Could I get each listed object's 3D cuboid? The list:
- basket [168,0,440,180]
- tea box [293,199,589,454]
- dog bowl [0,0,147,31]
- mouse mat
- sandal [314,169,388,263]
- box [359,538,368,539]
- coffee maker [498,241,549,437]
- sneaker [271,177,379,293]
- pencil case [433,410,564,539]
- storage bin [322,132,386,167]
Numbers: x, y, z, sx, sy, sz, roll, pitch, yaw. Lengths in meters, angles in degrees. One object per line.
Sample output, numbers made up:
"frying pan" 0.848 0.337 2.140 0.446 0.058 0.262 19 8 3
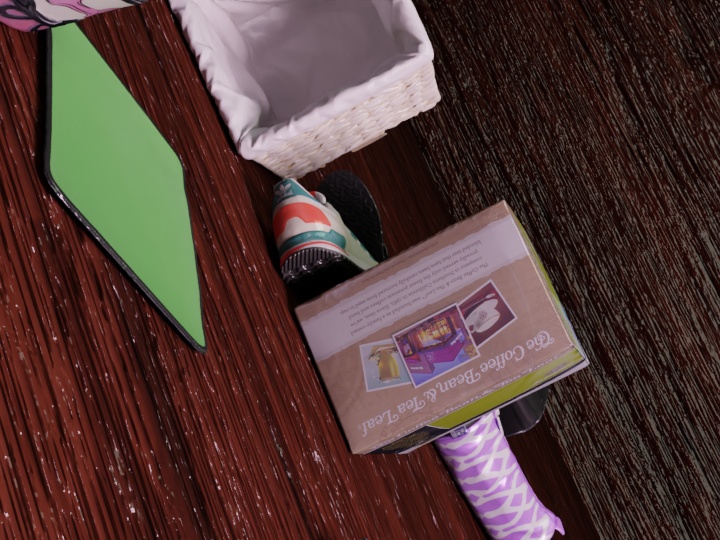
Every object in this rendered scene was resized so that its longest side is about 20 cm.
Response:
"basket" -0.049 -0.219 1.060 0.203 0.196 0.161 64 5 10
"tea box" 0.077 0.059 0.975 0.135 0.198 0.197 65 9 14
"dog bowl" -0.197 -0.223 0.619 0.202 0.073 0.201 61 9 -16
"mouse mat" -0.142 -0.061 0.683 0.162 0.007 0.202 56 11 -42
"sandal" 0.000 0.000 1.126 0.045 0.074 0.203 -95 165 -83
"box" 0.045 0.278 0.718 0.201 0.032 0.122 56 12 -33
"coffee maker" 0.140 0.088 1.295 0.135 0.190 0.202 -47 117 -33
"sneaker" -0.025 -0.022 1.020 0.200 0.069 0.095 37 34 -64
"pencil case" 0.151 0.230 1.273 0.202 0.084 0.084 61 8 -22
"storage bin" -0.059 -0.230 1.326 0.203 0.093 0.199 63 10 -2
